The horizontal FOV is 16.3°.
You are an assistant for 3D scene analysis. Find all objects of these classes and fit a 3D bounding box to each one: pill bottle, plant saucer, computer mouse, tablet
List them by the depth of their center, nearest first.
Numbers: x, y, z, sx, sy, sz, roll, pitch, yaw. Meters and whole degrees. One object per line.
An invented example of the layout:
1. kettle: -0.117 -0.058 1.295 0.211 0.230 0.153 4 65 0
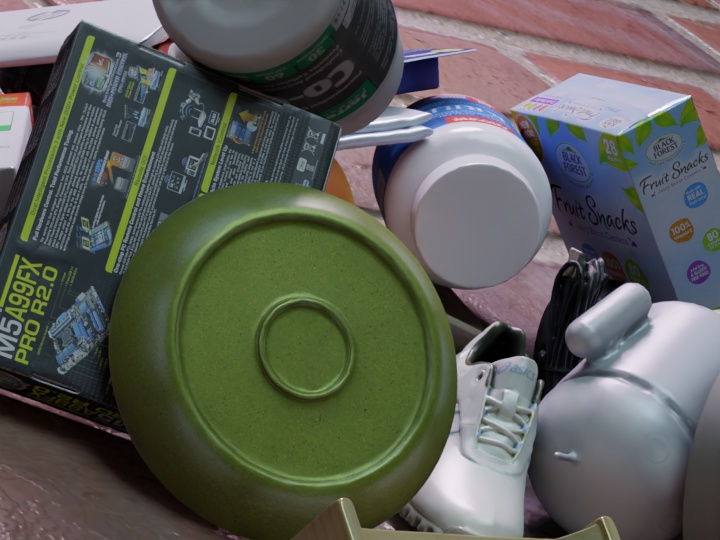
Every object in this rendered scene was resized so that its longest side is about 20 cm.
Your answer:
1. plant saucer: -0.033 0.045 1.329 0.200 0.200 0.031 20 -23 -18
2. pill bottle: -0.041 -0.146 1.460 0.113 0.113 0.200 33 -1 18
3. tablet: -0.201 -0.147 1.555 0.200 0.014 0.130 -3 19 20
4. computer mouse: 0.136 0.048 1.642 0.053 0.139 0.200 12 7 13
5. pill bottle: 0.069 -0.050 1.680 0.112 0.112 0.200 23 10 -10

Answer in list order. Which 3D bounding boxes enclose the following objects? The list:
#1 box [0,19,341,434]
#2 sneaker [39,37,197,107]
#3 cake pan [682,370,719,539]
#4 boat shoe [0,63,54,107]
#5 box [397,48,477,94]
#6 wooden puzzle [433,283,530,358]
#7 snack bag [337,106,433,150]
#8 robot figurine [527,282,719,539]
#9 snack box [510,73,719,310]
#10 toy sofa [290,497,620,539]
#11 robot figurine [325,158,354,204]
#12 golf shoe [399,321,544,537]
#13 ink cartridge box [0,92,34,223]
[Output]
1. box: -0.113 -0.014 1.359 0.160 0.200 0.044 20 -19 -15
2. sneaker: -0.141 -0.113 1.568 0.115 0.078 0.200 -14 0 2
3. cake pan: 0.245 0.117 1.484 0.037 0.201 0.200 12 10 32
4. boat shoe: -0.207 -0.142 1.683 0.071 0.072 0.200 25 2 -7
5. box: -0.032 -0.135 1.736 0.200 0.032 0.121 1 9 31
6. wooden puzzle: 0.000 0.000 1.658 0.185 0.037 0.200 26 11 -37
7. snack bag: -0.077 -0.094 1.668 0.200 0.021 0.189 -8 11 -21
8. robot figurine: 0.174 0.094 1.508 0.200 0.113 0.170 -37 107 -46
9. snack box: 0.195 -0.027 1.723 0.068 0.200 0.169 -27 17 -15
10. toy sofa: 0.044 0.176 1.249 0.200 0.098 0.083 9 50 -41
11. robot figurine: -0.088 -0.026 1.482 0.200 0.144 0.117 -1 63 -23
12. golf shoe: 0.068 0.094 1.442 0.078 0.097 0.200 24 21 -13
13. ink cartridge box: -0.244 -0.068 1.459 0.109 0.050 0.200 -5 23 -1
